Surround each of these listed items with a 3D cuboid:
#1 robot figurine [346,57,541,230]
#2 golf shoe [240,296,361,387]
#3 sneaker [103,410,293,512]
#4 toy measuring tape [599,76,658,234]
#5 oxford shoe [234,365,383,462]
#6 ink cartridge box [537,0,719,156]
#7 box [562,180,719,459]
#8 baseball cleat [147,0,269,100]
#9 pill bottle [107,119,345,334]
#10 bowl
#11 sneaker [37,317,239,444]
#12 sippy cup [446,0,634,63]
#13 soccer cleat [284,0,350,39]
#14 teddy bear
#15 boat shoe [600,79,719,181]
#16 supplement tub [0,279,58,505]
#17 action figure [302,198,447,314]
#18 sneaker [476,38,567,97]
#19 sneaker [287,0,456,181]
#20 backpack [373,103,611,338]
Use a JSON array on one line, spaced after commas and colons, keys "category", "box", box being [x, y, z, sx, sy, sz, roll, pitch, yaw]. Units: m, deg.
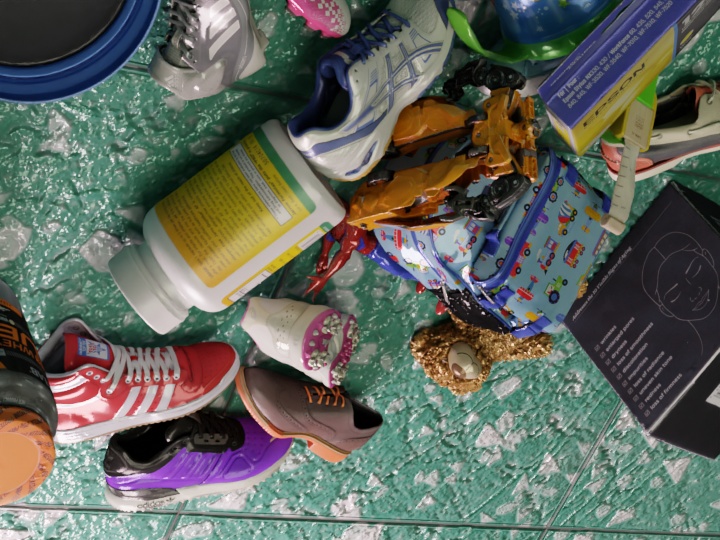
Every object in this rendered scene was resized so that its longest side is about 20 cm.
[{"category": "robot figurine", "box": [0.076, -0.103, 1.480, 0.199, 0.146, 0.058, -11, 163, 35]}, {"category": "golf shoe", "box": [-0.056, 0.062, 1.639, 0.200, 0.091, 0.076, 53, 58, -73]}, {"category": "sneaker", "box": [-0.162, 0.172, 1.687, 0.199, 0.070, 0.100, -16, 129, -16]}, {"category": "toy measuring tape", "box": [0.239, -0.123, 1.608, 0.073, 0.201, 0.074, 12, 159, 5]}, {"category": "oxford shoe", "box": [-0.052, 0.131, 1.703, 0.072, 0.071, 0.200, -31, 146, 21]}, {"category": "ink cartridge box", "box": [0.241, -0.196, 1.467, 0.198, 0.047, 0.200, -46, 172, 4]}, {"category": "box", "box": [0.346, 0.052, 1.764, 0.124, 0.197, 0.200, 22, 114, -39]}, {"category": "baseball cleat", "box": [-0.132, -0.200, 1.370, 0.106, 0.070, 0.200, -39, 151, -7]}, {"category": "pill bottle", "box": [-0.123, -0.035, 1.512, 0.200, 0.113, 0.113, -37, 133, 4]}, {"category": "bowl", "box": [-0.257, -0.228, 1.338, 0.200, 0.039, 0.201, -14, 131, -17]}, {"category": "sneaker", "box": [-0.215, 0.088, 1.591, 0.199, 0.071, 0.113, -19, 135, -10]}, {"category": "sippy cup", "box": [0.155, -0.274, 1.460, 0.139, 0.178, 0.130, -11, 134, 38]}, {"category": "soccer cleat", "box": [-0.054, -0.270, 1.388, 0.086, 0.070, 0.200, -41, 133, 10]}, {"category": "teddy bear", "box": [0.147, 0.050, 1.750, 0.199, 0.067, 0.145, -29, 131, -4]}, {"category": "boat shoe", "box": [0.331, -0.155, 1.682, 0.199, 0.071, 0.063, -24, 130, -2]}, {"category": "supplement tub", "box": [-0.331, 0.101, 1.452, 0.122, 0.200, 0.123, -14, 132, -17]}, {"category": "action figure", "box": [0.000, 0.000, 1.634, 0.099, 0.065, 0.200, -49, 132, 3]}, {"category": "sneaker", "box": [0.185, -0.228, 1.547, 0.199, 0.074, 0.082, -28, 134, -20]}, {"category": "sneaker", "box": [0.012, -0.176, 1.459, 0.088, 0.075, 0.201, 33, 84, -49]}, {"category": "backpack", "box": [0.118, -0.054, 1.589, 0.200, 0.134, 0.183, 40, 77, -34]}]
